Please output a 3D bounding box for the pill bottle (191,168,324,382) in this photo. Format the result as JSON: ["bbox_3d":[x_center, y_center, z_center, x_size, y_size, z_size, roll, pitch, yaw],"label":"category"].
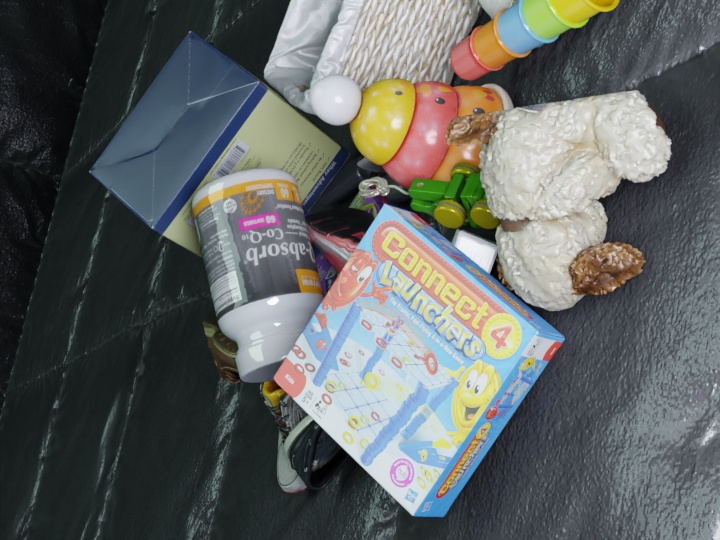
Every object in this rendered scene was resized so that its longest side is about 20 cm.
[{"bbox_3d":[-0.100,0.006,1.540,0.116,0.116,0.202,-36,65,54],"label":"pill bottle"}]

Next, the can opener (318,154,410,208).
[{"bbox_3d":[0.008,-0.101,1.709,0.200,0.052,0.067,-22,54,62],"label":"can opener"}]

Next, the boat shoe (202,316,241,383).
[{"bbox_3d":[-0.134,0.094,1.710,0.200,0.071,0.068,-156,54,-74],"label":"boat shoe"}]

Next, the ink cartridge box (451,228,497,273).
[{"bbox_3d":[0.079,0.060,1.439,0.176,0.044,0.202,-39,-31,-85],"label":"ink cartridge box"}]

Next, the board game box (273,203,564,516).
[{"bbox_3d":[0.047,0.078,1.323,0.200,0.056,0.197,40,105,31],"label":"board game box"}]

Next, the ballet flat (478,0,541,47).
[{"bbox_3d":[0.146,-0.304,1.521,0.069,0.071,0.201,-48,32,41],"label":"ballet flat"}]

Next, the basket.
[{"bbox_3d":[0.011,-0.264,1.686,0.201,0.160,0.198,-67,23,10],"label":"basket"}]

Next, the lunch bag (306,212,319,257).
[{"bbox_3d":[-0.077,0.044,1.771,0.151,0.093,0.201,-56,38,28],"label":"lunch bag"}]

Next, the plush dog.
[{"bbox_3d":[0.156,-0.052,1.248,0.200,0.159,0.173,-176,77,-68],"label":"plush dog"}]

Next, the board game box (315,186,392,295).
[{"bbox_3d":[-0.008,0.019,1.630,0.120,0.032,0.201,54,128,27],"label":"board game box"}]

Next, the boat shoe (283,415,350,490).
[{"bbox_3d":[-0.011,0.156,1.540,0.199,0.074,0.066,-47,44,30],"label":"boat shoe"}]

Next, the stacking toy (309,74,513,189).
[{"bbox_3d":[0.041,-0.141,1.474,0.146,0.199,0.147,-47,34,45],"label":"stacking toy"}]

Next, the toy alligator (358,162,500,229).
[{"bbox_3d":[0.091,-0.064,1.425,0.199,0.054,0.060,2,52,34],"label":"toy alligator"}]

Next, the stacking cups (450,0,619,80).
[{"bbox_3d":[0.156,-0.236,1.422,0.199,0.060,0.061,-24,51,49],"label":"stacking cups"}]

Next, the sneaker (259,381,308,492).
[{"bbox_3d":[-0.077,0.147,1.633,0.078,0.082,0.202,20,111,49],"label":"sneaker"}]

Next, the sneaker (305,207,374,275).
[{"bbox_3d":[0.000,0.000,1.551,0.200,0.073,0.087,36,129,46],"label":"sneaker"}]

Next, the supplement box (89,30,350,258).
[{"bbox_3d":[-0.157,-0.123,1.701,0.134,0.200,0.201,39,93,36],"label":"supplement box"}]
